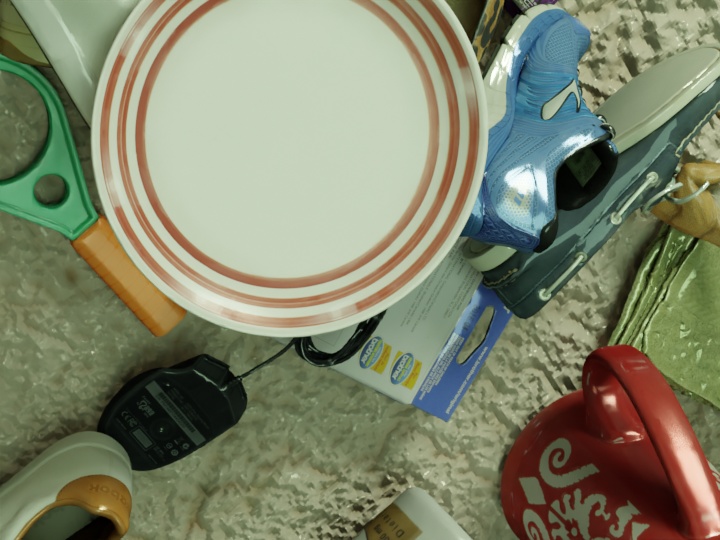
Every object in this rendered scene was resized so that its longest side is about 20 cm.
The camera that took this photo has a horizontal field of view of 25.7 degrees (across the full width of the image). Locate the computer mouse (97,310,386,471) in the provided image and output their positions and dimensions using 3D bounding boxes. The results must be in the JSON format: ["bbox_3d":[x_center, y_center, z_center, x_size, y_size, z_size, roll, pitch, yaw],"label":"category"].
[{"bbox_3d":[-0.068,0.053,0.912,0.200,0.034,0.059,-30,114,10],"label":"computer mouse"}]

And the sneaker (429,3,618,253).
[{"bbox_3d":[0.101,-0.075,0.888,0.089,0.200,0.079,24,137,3],"label":"sneaker"}]

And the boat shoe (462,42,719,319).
[{"bbox_3d":[0.152,-0.053,0.934,0.200,0.075,0.062,-43,107,-7],"label":"boat shoe"}]

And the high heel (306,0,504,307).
[{"bbox_3d":[0.019,-0.081,0.830,0.071,0.143,0.200,26,53,-4],"label":"high heel"}]

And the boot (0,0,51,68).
[{"bbox_3d":[-0.089,-0.183,0.833,0.200,0.073,0.156,1,106,-13],"label":"boot"}]

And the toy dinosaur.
[{"bbox_3d":[0.219,-0.043,1.001,0.200,0.060,0.106,36,102,0],"label":"toy dinosaur"}]

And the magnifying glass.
[{"bbox_3d":[-0.167,-0.039,0.875,0.080,0.022,0.200,-42,118,-6],"label":"magnifying glass"}]

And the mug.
[{"bbox_3d":[0.175,0.159,0.971,0.133,0.200,0.178,-38,119,0],"label":"mug"}]

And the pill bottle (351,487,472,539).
[{"bbox_3d":[-0.001,0.240,0.978,0.200,0.114,0.114,-42,117,-7],"label":"pill bottle"}]

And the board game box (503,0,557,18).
[{"bbox_3d":[0.077,-0.253,0.909,0.120,0.032,0.200,-49,117,-7],"label":"board game box"}]

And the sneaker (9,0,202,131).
[{"bbox_3d":[-0.136,-0.156,0.763,0.085,0.073,0.200,-30,119,2],"label":"sneaker"}]

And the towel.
[{"bbox_3d":[0.267,0.031,1.070,0.200,0.036,0.149,25,94,-24],"label":"towel"}]

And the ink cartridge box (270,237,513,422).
[{"bbox_3d":[0.000,0.000,0.947,0.200,0.042,0.119,29,93,-25],"label":"ink cartridge box"}]

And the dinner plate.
[{"bbox_3d":[-0.034,-0.066,0.777,0.200,0.024,0.201,-4,102,-17],"label":"dinner plate"}]

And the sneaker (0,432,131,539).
[{"bbox_3d":[-0.209,0.175,0.872,0.200,0.085,0.073,-42,117,7],"label":"sneaker"}]
